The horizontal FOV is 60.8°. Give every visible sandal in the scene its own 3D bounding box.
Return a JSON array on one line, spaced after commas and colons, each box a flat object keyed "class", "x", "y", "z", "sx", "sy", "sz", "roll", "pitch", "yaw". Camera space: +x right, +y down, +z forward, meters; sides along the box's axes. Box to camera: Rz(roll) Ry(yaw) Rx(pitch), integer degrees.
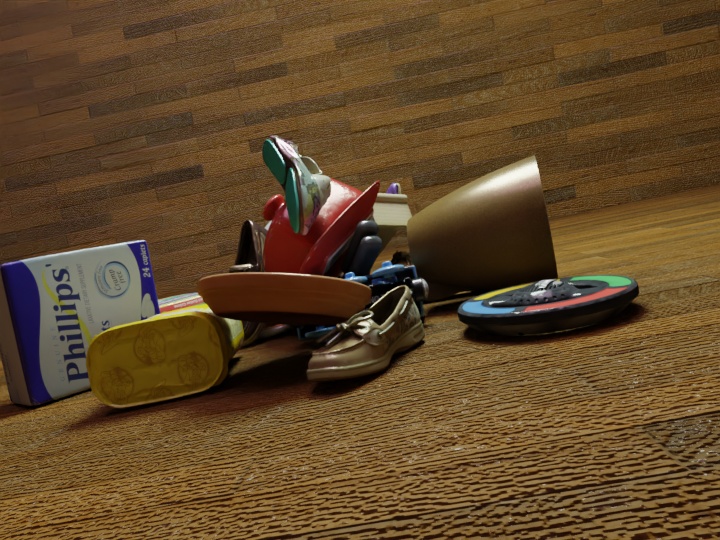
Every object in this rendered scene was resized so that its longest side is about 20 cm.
[{"class": "sandal", "x": -0.183, "y": 0.077, "z": 1.014, "sx": 0.204, "sy": 0.061, "sz": 0.078, "roll": -7, "pitch": 6, "yaw": 40}]

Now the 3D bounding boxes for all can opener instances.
[{"class": "can opener", "x": 0.000, "y": 0.000, "z": 0.921, "sx": 0.065, "sy": 0.054, "sz": 0.201, "roll": -6, "pitch": -32, "yaw": -16}]

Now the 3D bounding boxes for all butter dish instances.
[{"class": "butter dish", "x": -0.085, "y": -0.058, "z": 0.933, "sx": 0.200, "sy": 0.147, "sz": 0.201, "roll": -47, "pitch": -10, "yaw": -38}]

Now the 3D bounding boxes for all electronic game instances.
[{"class": "electronic game", "x": 0.206, "y": 0.033, "z": 0.690, "sx": 0.195, "sy": 0.043, "sz": 0.200, "roll": -11, "pitch": 4, "yaw": 1}]

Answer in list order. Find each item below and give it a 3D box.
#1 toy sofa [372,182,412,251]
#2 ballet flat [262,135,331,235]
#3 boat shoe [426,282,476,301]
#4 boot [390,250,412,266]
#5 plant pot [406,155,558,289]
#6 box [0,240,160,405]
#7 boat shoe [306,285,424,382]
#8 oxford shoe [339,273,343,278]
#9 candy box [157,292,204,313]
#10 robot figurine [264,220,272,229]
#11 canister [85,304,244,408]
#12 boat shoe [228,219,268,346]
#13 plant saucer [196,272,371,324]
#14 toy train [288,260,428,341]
[{"class": "toy sofa", "x": 0.009, "y": -0.064, "z": 1.094, "sx": 0.081, "sy": 0.099, "sz": 0.201, "roll": -1, "pitch": -31, "yaw": -29}, {"class": "ballet flat", "x": -0.082, "y": -0.125, "z": 0.854, "sx": 0.070, "sy": 0.070, "sz": 0.201, "roll": -4, "pitch": 41, "yaw": -23}, {"class": "boat shoe", "x": 0.183, "y": 0.000, "z": 1.004, "sx": 0.196, "sy": 0.073, "sz": 0.065, "roll": -17, "pitch": 8, "yaw": 6}, {"class": "boot", "x": 0.060, "y": -0.001, "z": 1.029, "sx": 0.072, "sy": 0.077, "sz": 0.200, "roll": 9, "pitch": -2, "yaw": 8}, {"class": "plant pot", "x": 0.172, "y": -0.049, "z": 0.892, "sx": 0.196, "sy": 0.191, "sz": 0.186, "roll": -11, "pitch": 4, "yaw": 15}, {"class": "box", "x": -0.392, "y": 0.067, "z": 0.860, "sx": 0.104, "sy": 0.188, "sz": 0.198, "roll": -4, "pitch": 8, "yaw": 45}, {"class": "boat shoe", "x": 0.005, "y": 0.066, "z": 0.644, "sx": 0.072, "sy": 0.064, "sz": 0.199, "roll": -8, "pitch": 6, "yaw": 28}, {"class": "oxford shoe", "x": -0.019, "y": 0.032, "z": 1.077, "sx": 0.070, "sy": 0.074, "sz": 0.198, "roll": -10, "pitch": 3, "yaw": 40}, {"class": "candy box", "x": -0.362, "y": 0.092, "z": 1.187, "sx": 0.167, "sy": 0.079, "sz": 0.198, "roll": -14, "pitch": 6, "yaw": -40}, {"class": "robot figurine", "x": -0.122, "y": -0.007, "z": 1.101, "sx": 0.122, "sy": 0.153, "sz": 0.202, "roll": 4, "pitch": -41, "yaw": -8}, {"class": "canister", "x": -0.223, "y": 0.093, "z": 0.750, "sx": 0.145, "sy": 0.089, "sz": 0.200, "roll": -11, "pitch": 3, "yaw": -3}, {"class": "boat shoe", "x": -0.179, "y": 0.014, "z": 0.952, "sx": 0.071, "sy": 0.204, "sz": 0.072, "roll": -9, "pitch": -31, "yaw": 32}, {"class": "plant saucer", "x": -0.085, "y": 0.036, "z": 0.693, "sx": 0.195, "sy": 0.038, "sz": 0.200, "roll": 1, "pitch": -10, "yaw": 0}, {"class": "toy train", "x": -0.003, "y": 0.045, "z": 0.842, "sx": 0.195, "sy": 0.089, "sz": 0.114, "roll": -13, "pitch": -5, "yaw": 6}]
